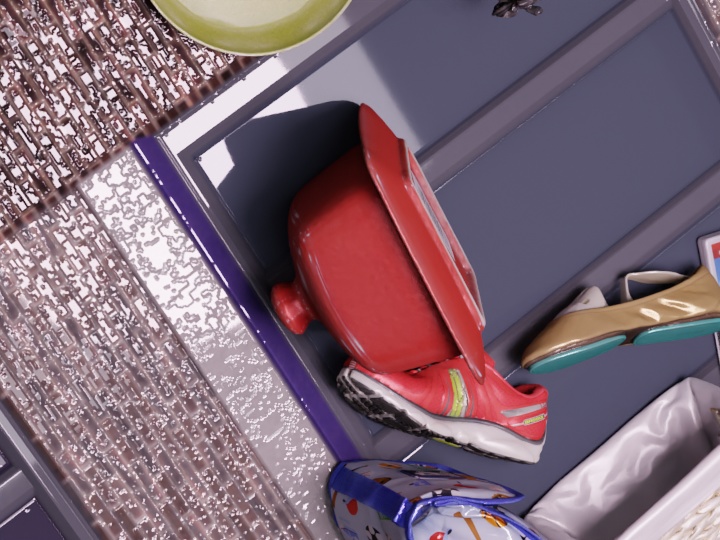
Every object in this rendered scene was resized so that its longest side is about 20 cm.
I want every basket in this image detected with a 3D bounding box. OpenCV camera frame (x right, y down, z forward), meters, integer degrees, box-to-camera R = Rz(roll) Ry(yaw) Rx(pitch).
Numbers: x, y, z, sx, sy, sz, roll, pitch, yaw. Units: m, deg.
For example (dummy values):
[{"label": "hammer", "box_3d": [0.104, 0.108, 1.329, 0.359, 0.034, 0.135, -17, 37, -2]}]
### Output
[{"label": "basket", "box_3d": [0.262, 0.206, 1.655, 0.200, 0.135, 0.124, -39, 111, -12]}]

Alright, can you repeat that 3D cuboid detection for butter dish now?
[{"label": "butter dish", "box_3d": [0.000, 0.000, 1.517, 0.147, 0.200, 0.201, -27, 106, 8]}]

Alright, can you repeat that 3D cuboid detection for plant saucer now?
[{"label": "plant saucer", "box_3d": [-0.087, -0.266, 1.509, 0.198, 0.031, 0.202, -3, 99, -22]}]

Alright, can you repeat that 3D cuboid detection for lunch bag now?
[{"label": "lunch bag", "box_3d": [0.079, 0.226, 1.566, 0.200, 0.170, 0.124, 39, 80, -21]}]

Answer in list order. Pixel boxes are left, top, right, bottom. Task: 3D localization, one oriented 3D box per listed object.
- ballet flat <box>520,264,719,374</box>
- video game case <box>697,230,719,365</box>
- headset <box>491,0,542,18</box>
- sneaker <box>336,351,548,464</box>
[{"label": "ballet flat", "box_3d": [0.216, 0.038, 1.662, 0.198, 0.069, 0.064, -11, 73, -22]}, {"label": "video game case", "box_3d": [0.376, 0.050, 1.741, 0.142, 0.017, 0.202, -17, 103, -18]}, {"label": "headset", "box_3d": [0.137, -0.295, 1.559, 0.123, 0.094, 0.202, 19, 79, -22]}, {"label": "sneaker", "box_3d": [0.068, 0.096, 1.606, 0.199, 0.077, 0.086, 21, 78, -29]}]
